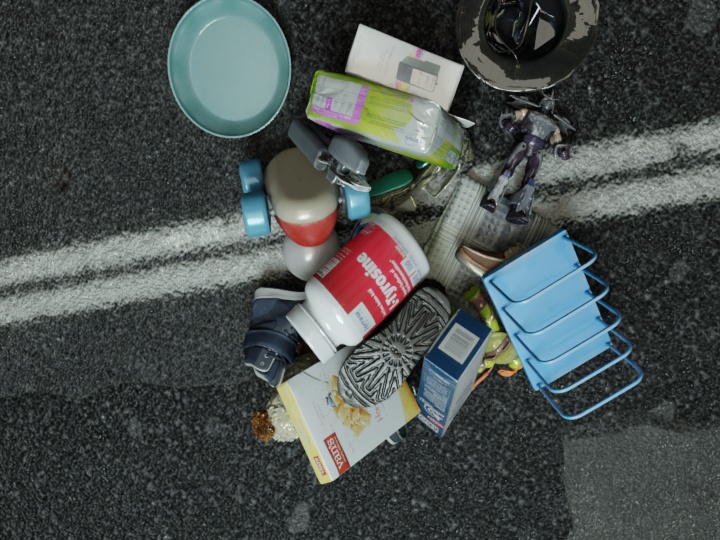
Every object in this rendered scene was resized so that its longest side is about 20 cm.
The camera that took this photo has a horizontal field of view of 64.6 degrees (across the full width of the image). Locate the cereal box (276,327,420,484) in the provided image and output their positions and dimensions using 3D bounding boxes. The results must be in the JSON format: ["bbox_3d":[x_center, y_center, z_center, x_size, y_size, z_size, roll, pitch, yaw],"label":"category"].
[{"bbox_3d":[-0.012,0.189,0.830,0.039,0.197,0.147,-32,84,47],"label":"cereal box"}]

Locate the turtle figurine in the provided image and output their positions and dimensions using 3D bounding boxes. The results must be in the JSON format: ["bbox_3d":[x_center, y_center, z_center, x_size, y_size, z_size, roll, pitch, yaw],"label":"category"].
[{"bbox_3d":[0.203,0.113,0.894,0.160,0.065,0.200,40,124,-12],"label":"turtle figurine"}]

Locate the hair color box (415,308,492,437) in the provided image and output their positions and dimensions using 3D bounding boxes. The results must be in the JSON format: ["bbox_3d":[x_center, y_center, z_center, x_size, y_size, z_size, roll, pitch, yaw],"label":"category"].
[{"bbox_3d":[0.135,0.159,0.859,0.060,0.203,0.100,31,59,22],"label":"hair color box"}]

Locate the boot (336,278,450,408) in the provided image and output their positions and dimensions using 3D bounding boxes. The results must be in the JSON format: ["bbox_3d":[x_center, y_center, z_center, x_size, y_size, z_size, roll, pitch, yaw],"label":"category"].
[{"bbox_3d":[0.055,0.103,0.839,0.210,0.158,0.080,-44,89,4],"label":"boot"}]

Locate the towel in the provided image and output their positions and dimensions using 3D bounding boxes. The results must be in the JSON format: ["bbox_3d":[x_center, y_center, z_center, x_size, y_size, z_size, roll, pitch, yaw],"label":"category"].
[{"bbox_3d":[0.198,-0.020,0.914,0.188,0.035,0.205,25,101,-4],"label":"towel"}]

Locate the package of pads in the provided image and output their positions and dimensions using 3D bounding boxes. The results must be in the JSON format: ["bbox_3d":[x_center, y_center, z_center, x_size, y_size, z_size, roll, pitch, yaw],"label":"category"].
[{"bbox_3d":[0.036,-0.207,0.787,0.195,0.154,0.071,22,99,21],"label":"package of pads"}]

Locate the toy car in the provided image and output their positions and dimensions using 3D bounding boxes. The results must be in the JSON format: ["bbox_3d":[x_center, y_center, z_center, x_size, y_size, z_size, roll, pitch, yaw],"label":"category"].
[{"bbox_3d":[-0.081,-0.065,0.881,0.177,0.180,0.205,-10,130,-7],"label":"toy car"}]

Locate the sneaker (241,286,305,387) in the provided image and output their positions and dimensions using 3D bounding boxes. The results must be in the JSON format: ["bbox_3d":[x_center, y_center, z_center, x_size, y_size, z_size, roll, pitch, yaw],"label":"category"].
[{"bbox_3d":[-0.088,0.105,0.866,0.195,0.150,0.078,-1,145,20],"label":"sneaker"}]

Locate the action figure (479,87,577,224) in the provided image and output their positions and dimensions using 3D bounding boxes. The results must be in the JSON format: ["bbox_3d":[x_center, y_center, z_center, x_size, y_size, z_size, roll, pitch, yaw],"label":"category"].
[{"bbox_3d":[0.250,-0.174,0.843,0.126,0.069,0.206,23,89,4],"label":"action figure"}]

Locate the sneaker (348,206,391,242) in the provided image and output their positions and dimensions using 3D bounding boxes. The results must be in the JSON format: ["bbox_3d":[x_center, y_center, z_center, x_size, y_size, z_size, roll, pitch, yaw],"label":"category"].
[{"bbox_3d":[0.000,0.000,0.904,0.071,0.082,0.208,11,104,0],"label":"sneaker"}]

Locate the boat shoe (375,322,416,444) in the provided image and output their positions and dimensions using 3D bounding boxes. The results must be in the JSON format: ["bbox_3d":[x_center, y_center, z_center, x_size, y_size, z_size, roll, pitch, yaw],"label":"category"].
[{"bbox_3d":[0.052,0.187,0.946,0.060,0.075,0.208,-12,92,18],"label":"boat shoe"}]

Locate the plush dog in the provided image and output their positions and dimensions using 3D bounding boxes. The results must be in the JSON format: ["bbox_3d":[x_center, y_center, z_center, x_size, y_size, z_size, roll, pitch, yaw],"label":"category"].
[{"bbox_3d":[-0.086,0.201,0.906,0.193,0.172,0.166,-17,100,9],"label":"plush dog"}]

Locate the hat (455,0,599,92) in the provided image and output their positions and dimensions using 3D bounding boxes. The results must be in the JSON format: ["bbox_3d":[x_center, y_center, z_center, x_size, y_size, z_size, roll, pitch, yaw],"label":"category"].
[{"bbox_3d":[0.233,-0.347,0.814,0.192,0.081,0.209,1,97,11],"label":"hat"}]

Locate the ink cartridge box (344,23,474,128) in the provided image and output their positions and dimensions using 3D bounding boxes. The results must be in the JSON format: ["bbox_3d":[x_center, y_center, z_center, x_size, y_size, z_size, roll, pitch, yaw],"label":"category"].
[{"bbox_3d":[0.081,-0.274,0.820,0.194,0.117,0.069,22,101,-1],"label":"ink cartridge box"}]

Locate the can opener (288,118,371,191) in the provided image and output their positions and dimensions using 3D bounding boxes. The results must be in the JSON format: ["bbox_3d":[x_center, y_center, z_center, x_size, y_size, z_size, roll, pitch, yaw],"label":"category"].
[{"bbox_3d":[-0.040,-0.171,0.784,0.052,0.201,0.068,8,120,-36],"label":"can opener"}]

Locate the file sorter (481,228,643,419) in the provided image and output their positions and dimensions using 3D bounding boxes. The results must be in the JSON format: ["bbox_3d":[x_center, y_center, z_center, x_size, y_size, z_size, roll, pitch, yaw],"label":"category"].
[{"bbox_3d":[0.283,0.077,0.791,0.136,0.123,0.204,-29,107,3],"label":"file sorter"}]

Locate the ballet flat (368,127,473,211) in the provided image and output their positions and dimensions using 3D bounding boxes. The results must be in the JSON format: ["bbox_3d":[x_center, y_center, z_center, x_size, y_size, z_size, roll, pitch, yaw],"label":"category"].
[{"bbox_3d":[0.092,-0.138,0.881,0.196,0.068,0.076,-33,118,9],"label":"ballet flat"}]

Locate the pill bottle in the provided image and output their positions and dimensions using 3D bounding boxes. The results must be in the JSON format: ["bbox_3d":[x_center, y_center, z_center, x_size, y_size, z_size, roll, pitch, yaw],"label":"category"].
[{"bbox_3d":[-0.006,0.027,0.791,0.199,0.112,0.113,-43,97,-9],"label":"pill bottle"}]

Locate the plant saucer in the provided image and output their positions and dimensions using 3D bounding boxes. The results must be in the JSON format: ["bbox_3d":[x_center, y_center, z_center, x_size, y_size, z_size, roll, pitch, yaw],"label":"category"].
[{"bbox_3d":[-0.198,-0.310,0.876,0.192,0.036,0.208,1,102,5],"label":"plant saucer"}]

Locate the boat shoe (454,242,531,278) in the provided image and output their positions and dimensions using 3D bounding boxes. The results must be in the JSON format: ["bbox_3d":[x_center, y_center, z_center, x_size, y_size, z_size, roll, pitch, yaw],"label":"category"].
[{"bbox_3d":[0.235,-0.007,0.866,0.194,0.076,0.074,20,98,-13],"label":"boat shoe"}]
